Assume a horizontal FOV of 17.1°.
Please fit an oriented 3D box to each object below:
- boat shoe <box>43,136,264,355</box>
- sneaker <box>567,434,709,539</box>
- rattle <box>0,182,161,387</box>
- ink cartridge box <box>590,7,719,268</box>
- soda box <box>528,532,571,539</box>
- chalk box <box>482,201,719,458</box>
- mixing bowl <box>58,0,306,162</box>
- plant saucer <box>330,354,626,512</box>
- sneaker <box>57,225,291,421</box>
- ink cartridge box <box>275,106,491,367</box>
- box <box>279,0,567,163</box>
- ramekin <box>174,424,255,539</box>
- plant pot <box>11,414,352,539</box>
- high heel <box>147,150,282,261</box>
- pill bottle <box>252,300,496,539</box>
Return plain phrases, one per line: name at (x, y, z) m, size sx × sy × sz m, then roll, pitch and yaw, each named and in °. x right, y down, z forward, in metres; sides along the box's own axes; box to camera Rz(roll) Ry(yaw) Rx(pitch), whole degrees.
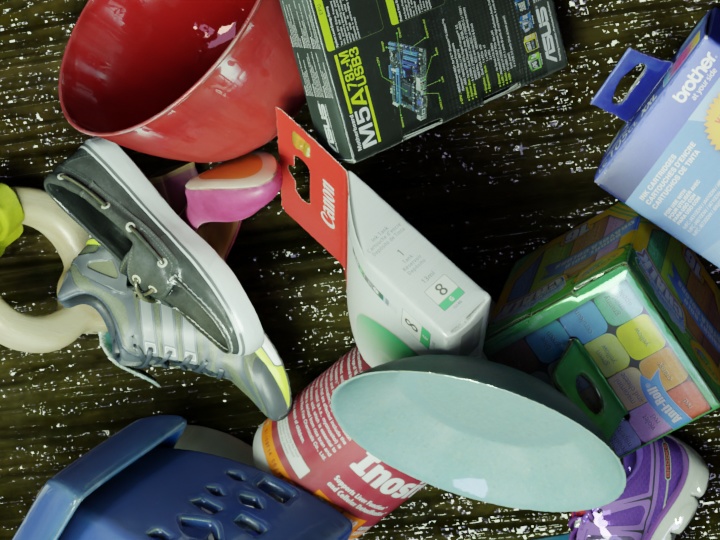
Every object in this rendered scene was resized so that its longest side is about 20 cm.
boat shoe at (-0.146, -0.009, 1.692) m, size 0.200 × 0.057 × 0.069 m, roll 48°, pitch 158°, yaw 17°
sneaker at (0.175, 0.205, 1.748) m, size 0.083 × 0.081 × 0.200 m, roll 30°, pitch 76°, yaw -9°
rattle at (-0.244, 0.031, 1.812) m, size 0.200 × 0.130 × 0.143 m, roll 31°, pitch 130°, yaw -30°
ink cartridge box at (0.256, -0.084, 1.650) m, size 0.200 × 0.076 × 0.137 m, roll 34°, pitch 115°, yaw -1°
soda box at (0.079, 0.257, 1.832) m, size 0.200 × 0.064 × 0.068 m, roll -12°, pitch 109°, yaw 16°
chalk box at (0.172, 0.050, 1.652) m, size 0.124 × 0.200 × 0.124 m, roll -30°, pitch 103°, yaw 21°
mixing bowl at (-0.101, -0.150, 1.657) m, size 0.200 × 0.200 × 0.108 m, roll -33°, pitch 131°, yaw 22°
plant saucer at (0.081, 0.098, 1.568) m, size 0.201 × 0.039 × 0.201 m, roll 14°, pitch 155°, yaw 7°
sneaker at (-0.135, 0.049, 1.748) m, size 0.200 × 0.074 × 0.081 m, roll 38°, pitch 73°, yaw 6°
ink cartridge box at (0.000, 0.000, 1.623) m, size 0.200 × 0.161 × 0.050 m, roll 41°, pitch 71°, yaw 16°
box at (0.035, -0.197, 1.601) m, size 0.193 × 0.048 × 0.200 m, roll -26°, pitch 111°, yaw -26°
ramekin at (-0.139, 0.216, 1.845) m, size 0.200 × 0.098 × 0.201 m, roll 4°, pitch 112°, yaw 10°
plant pot at (-0.151, 0.227, 1.690) m, size 0.180 × 0.200 × 0.200 m, roll 37°, pitch 116°, yaw 10°
high heel at (-0.095, -0.029, 1.702) m, size 0.200 × 0.067 × 0.096 m, roll -4°, pitch 110°, yaw 59°
pill bottle at (0.025, 0.103, 1.754) m, size 0.200 × 0.113 × 0.113 m, roll -41°, pitch 99°, yaw 24°
